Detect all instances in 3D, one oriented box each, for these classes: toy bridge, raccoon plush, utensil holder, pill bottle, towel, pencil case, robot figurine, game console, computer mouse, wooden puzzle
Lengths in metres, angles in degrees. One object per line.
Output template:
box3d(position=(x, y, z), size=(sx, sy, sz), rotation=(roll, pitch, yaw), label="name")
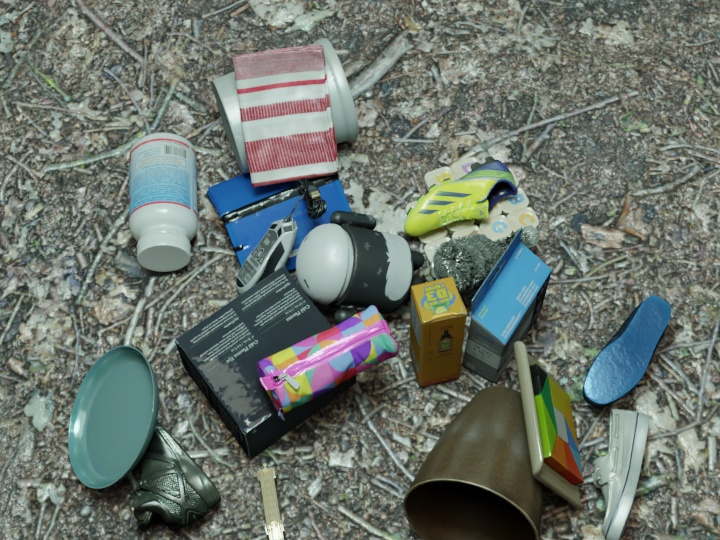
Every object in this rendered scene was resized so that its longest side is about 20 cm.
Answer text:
box3d(position=(-0.115, 0.358, 1.551), size=(0.027, 0.068, 0.202), rotation=(-11, 62, -5), label="toy bridge")
box3d(position=(0.180, -0.033, 1.705), size=(0.199, 0.134, 0.097), rotation=(-39, 82, -6), label="raccoon plush")
box3d(position=(-0.123, -0.262, 1.842), size=(0.197, 0.171, 0.172), rotation=(-20, 62, -7), label="utensil holder")
box3d(position=(-0.310, -0.106, 1.788), size=(0.107, 0.109, 0.203), rotation=(-5, 61, -2), label="pill bottle")
box3d(position=(-0.114, -0.238, 1.751), size=(0.142, 0.023, 0.203), rotation=(-9, 101, -7), label="towel")
box3d(position=(-0.047, 0.123, 1.555), size=(0.198, 0.089, 0.089), rotation=(-27, 64, -15), label="pencil case")
box3d(position=(-0.001, -0.001, 1.699), size=(0.197, 0.126, 0.151), rotation=(9, 27, -28), label="robot figurine")
box3d(position=(-0.125, -0.090, 1.828), size=(0.198, 0.118, 0.173), rotation=(-22, 94, -11), label="game console")
box3d(position=(-0.119, -0.043, 1.731), size=(0.201, 0.044, 0.110), rotation=(-54, 28, 4), label="computer mouse")
box3d(position=(0.262, 0.212, 1.553), size=(0.037, 0.200, 0.187), rotation=(-16, 58, 19), label="wooden puzzle")

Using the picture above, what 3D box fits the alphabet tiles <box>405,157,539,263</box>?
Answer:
box3d(position=(0.179, -0.089, 1.826), size=(0.193, 0.015, 0.202), rotation=(-18, 62, -9), label="alphabet tiles")

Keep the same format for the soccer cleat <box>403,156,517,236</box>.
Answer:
box3d(position=(0.159, -0.105, 1.790), size=(0.199, 0.065, 0.084), rotation=(-31, 66, -13), label="soccer cleat")

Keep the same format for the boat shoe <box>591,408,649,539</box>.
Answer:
box3d(position=(0.355, 0.282, 1.586), size=(0.065, 0.072, 0.202), rotation=(14, 61, 13), label="boat shoe")

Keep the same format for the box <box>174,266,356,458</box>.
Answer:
box3d(position=(-0.135, 0.133, 1.655), size=(0.199, 0.105, 0.183), rotation=(-33, 66, -16), label="box")

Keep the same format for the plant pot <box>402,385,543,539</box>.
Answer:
box3d(position=(0.174, 0.265, 1.553), size=(0.184, 0.188, 0.201), rotation=(17, 48, 10), label="plant pot")

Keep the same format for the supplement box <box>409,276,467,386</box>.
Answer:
box3d(position=(0.108, 0.090, 1.620), size=(0.065, 0.201, 0.070), rotation=(-12, 61, -6), label="supplement box")

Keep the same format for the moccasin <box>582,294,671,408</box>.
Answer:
box3d(position=(0.395, 0.129, 1.673), size=(0.080, 0.068, 0.200), rotation=(41, 70, 13), label="moccasin")

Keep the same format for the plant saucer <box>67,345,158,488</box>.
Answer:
box3d(position=(-0.344, 0.208, 1.603), size=(0.198, 0.027, 0.203), rotation=(-21, 59, 38), label="plant saucer")

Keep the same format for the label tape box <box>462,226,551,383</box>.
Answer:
box3d(position=(0.213, 0.054, 1.639), size=(0.063, 0.201, 0.145), rotation=(29, 65, 16), label="label tape box")

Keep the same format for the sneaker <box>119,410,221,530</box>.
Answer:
box3d(position=(-0.296, 0.283, 1.590), size=(0.114, 0.077, 0.199), rotation=(-38, 68, -20), label="sneaker")
